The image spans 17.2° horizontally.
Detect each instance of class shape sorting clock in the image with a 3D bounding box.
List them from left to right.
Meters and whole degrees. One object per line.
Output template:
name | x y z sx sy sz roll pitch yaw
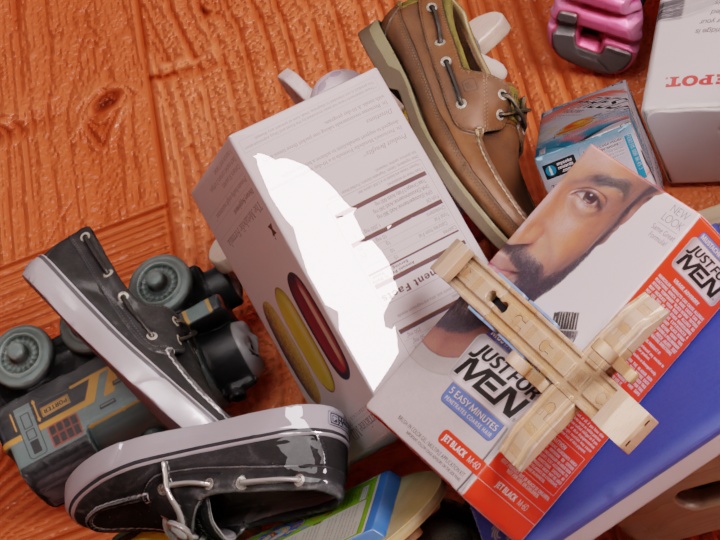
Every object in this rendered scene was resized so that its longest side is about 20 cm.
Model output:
shape sorting clock | -0.035 0.176 1.387 0.200 0.039 0.200 -27 6 3

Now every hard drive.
hard drive | 0.144 0.075 1.342 0.200 0.025 0.132 -36 40 15

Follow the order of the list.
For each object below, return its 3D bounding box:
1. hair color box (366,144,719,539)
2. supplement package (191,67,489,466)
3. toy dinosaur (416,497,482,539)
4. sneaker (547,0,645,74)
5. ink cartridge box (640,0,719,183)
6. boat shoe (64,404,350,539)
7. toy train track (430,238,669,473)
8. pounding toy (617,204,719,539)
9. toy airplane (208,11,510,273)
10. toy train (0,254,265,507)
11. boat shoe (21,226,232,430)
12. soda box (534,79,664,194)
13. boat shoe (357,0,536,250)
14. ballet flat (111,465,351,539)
hair color box | 0.109 0.039 1.335 0.200 0.064 0.111 -49 38 -2
supplement package | 0.000 0.000 1.456 0.109 0.114 0.200 -27 82 -22
toy dinosaur | 0.055 0.180 1.383 0.077 0.200 0.102 -27 90 16
sneaker | 0.178 -0.229 1.607 0.079 0.200 0.095 23 50 7
ink cartridge box | 0.274 -0.159 1.569 0.144 0.084 0.200 -1 54 23
boat shoe | -0.094 0.139 1.442 0.199 0.074 0.068 -14 57 21
toy train track | 0.090 0.032 1.282 0.115 0.033 0.200 -47 40 2
pounding toy | 0.237 0.073 1.392 0.200 0.142 0.185 -19 47 31
toy airplane | 0.000 -0.090 1.605 0.199 0.141 0.200 -6 53 21
toy train | -0.160 0.073 1.602 0.200 0.085 0.114 -27 61 1
boat shoe | -0.139 0.044 1.528 0.057 0.069 0.200 -44 63 -8
soda box | 0.151 -0.067 1.495 0.063 0.069 0.200 -21 9 9
boat shoe | 0.069 -0.095 1.478 0.068 0.072 0.200 -35 65 9
ballet flat | -0.064 0.154 1.512 0.200 0.067 0.067 -31 70 4
